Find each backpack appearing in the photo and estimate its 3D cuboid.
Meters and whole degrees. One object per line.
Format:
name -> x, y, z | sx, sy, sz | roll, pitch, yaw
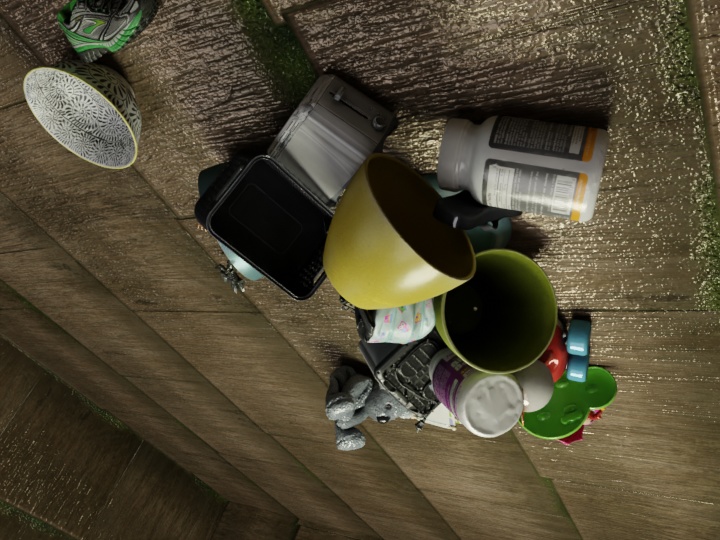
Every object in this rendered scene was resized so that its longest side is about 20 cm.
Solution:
backpack -> 0.046, 0.012, 0.985 | 0.125, 0.202, 0.167 | -1, 165, -5

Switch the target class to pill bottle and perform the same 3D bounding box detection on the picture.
pill bottle -> 0.186, 0.195, 1.084 | 0.112, 0.113, 0.200 | 34, 179, -15
pill bottle -> 0.206, -0.135, 0.817 | 0.198, 0.117, 0.117 | 13, 145, 18

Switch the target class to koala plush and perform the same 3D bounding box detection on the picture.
koala plush -> 0.030, 0.312, 1.547 | 0.198, 0.185, 0.178 | -8, 127, 9

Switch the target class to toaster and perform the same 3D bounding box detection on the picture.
toaster -> -0.047, -0.184, 0.917 | 0.129, 0.114, 0.200 | 37, 147, -12
toaster -> 0.112, 0.172, 1.238 | 0.181, 0.200, 0.119 | 46, -178, -31

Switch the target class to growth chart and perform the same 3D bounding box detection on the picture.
growth chart -> 0.194, 0.348, 1.589 | 0.143, 0.018, 0.201 | 15, 146, 13

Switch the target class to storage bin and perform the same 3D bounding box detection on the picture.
storage bin -> -0.126, -0.067, 0.936 | 0.200, 0.136, 0.094 | 41, 176, -28

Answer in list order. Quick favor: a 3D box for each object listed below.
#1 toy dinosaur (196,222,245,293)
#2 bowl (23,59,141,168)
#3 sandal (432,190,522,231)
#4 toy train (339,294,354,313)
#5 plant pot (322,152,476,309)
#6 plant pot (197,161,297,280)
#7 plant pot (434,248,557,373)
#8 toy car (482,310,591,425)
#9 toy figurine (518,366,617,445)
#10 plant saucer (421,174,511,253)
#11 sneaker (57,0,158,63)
toy dinosaur -> -0.224, -0.045, 1.268 | 0.200, 0.102, 0.136 | 42, 132, 5
bowl -> -0.435, -0.275, 1.050 | 0.199, 0.095, 0.201 | 16, 147, 11
sandal -> 0.159, -0.080, 0.881 | 0.076, 0.199, 0.043 | 32, 119, 31
toy train -> 0.030, 0.078, 1.247 | 0.046, 0.034, 0.199 | -19, 151, 34
plant pot -> 0.032, -0.031, 0.836 | 0.200, 0.201, 0.142 | 38, 121, -21
plant pot -> -0.157, -0.102, 1.055 | 0.134, 0.201, 0.201 | -24, 132, 9
plant pot -> 0.192, 0.065, 1.052 | 0.186, 0.188, 0.200 | 29, 173, -8
toy car -> 0.300, 0.190, 1.133 | 0.183, 0.201, 0.178 | 8, 144, 24
toy figurine -> 0.425, 0.278, 1.281 | 0.199, 0.151, 0.184 | -22, 144, 18
plant saucer -> 0.142, -0.072, 1.028 | 0.198, 0.028, 0.201 | 17, 147, 11
sneaker -> -0.366, -0.358, 0.904 | 0.199, 0.078, 0.085 | -3, 138, 36
